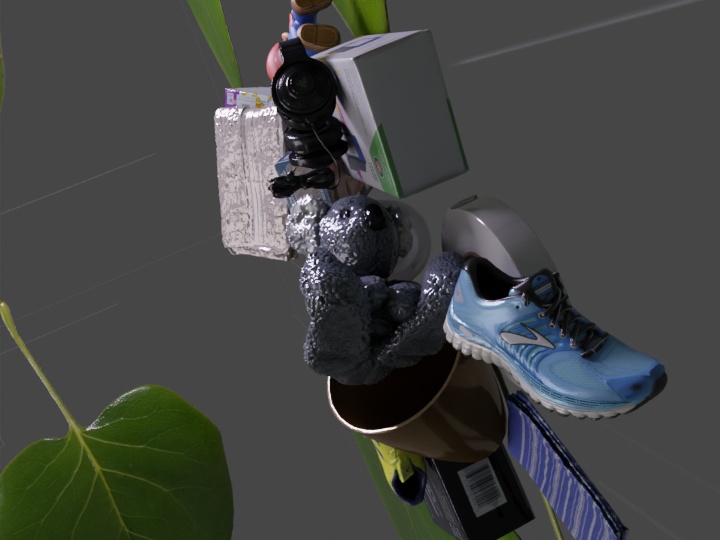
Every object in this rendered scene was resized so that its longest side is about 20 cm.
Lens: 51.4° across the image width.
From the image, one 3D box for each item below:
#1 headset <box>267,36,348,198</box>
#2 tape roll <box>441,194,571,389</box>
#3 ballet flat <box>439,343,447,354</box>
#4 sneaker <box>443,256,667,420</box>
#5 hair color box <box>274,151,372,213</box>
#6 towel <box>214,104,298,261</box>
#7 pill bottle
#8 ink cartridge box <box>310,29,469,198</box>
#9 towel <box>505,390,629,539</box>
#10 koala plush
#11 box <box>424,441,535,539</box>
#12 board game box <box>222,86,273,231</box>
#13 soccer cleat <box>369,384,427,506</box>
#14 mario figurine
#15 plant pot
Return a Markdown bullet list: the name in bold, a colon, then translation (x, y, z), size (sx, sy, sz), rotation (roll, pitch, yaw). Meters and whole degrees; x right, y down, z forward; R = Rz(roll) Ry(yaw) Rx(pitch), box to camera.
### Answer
- **headset**: translation (-0.065, -0.153, 0.775), size (0.124, 0.093, 0.201), rotation (78, 175, -49)
- **tape roll**: translation (0.144, 0.023, 0.753), size (0.204, 0.037, 0.203), rotation (61, 168, 23)
- **ballet flat**: translation (0.111, 0.110, 1.011), size (0.072, 0.072, 0.201), rotation (51, 159, 52)
- **sneaker**: translation (0.149, 0.048, 0.605), size (0.199, 0.078, 0.091), rotation (25, 127, 37)
- **hair color box**: translation (-0.036, -0.126, 0.958), size (0.200, 0.060, 0.101), rotation (-59, -46, -61)
- **towel**: translation (-0.137, -0.115, 0.982), size (0.132, 0.034, 0.202), rotation (7, 106, 36)
- **pill bottle**: translation (0.015, -0.040, 1.020), size (0.112, 0.111, 0.200), rotation (68, 169, -10)
- **ink cartridge box**: translation (0.021, -0.171, 0.802), size (0.200, 0.087, 0.146), rotation (-137, 25, -67)
- **towel**: translation (0.226, 0.246, 0.854), size (0.200, 0.024, 0.145), rotation (56, 165, 40)
- **koala plush**: translation (0.000, 0.000, 0.807), size (0.184, 0.176, 0.201), rotation (112, 152, -49)
- **box**: translation (0.149, 0.303, 1.102), size (0.149, 0.104, 0.200), rotation (66, 169, 2)
- **board game box**: translation (-0.122, -0.149, 1.050), size (0.103, 0.105, 0.201), rotation (16, 111, 31)
- **soccer cleat**: translation (0.048, 0.233, 0.996), size (0.084, 0.064, 0.201), rotation (-109, -3, -56)
- **mario figurine**: translation (-0.055, -0.293, 0.962), size (0.106, 0.124, 0.200), rotation (26, 172, -10)
- **plant pot**: translation (0.093, 0.149, 0.906), size (0.200, 0.186, 0.186), rotation (42, -175, -37)
